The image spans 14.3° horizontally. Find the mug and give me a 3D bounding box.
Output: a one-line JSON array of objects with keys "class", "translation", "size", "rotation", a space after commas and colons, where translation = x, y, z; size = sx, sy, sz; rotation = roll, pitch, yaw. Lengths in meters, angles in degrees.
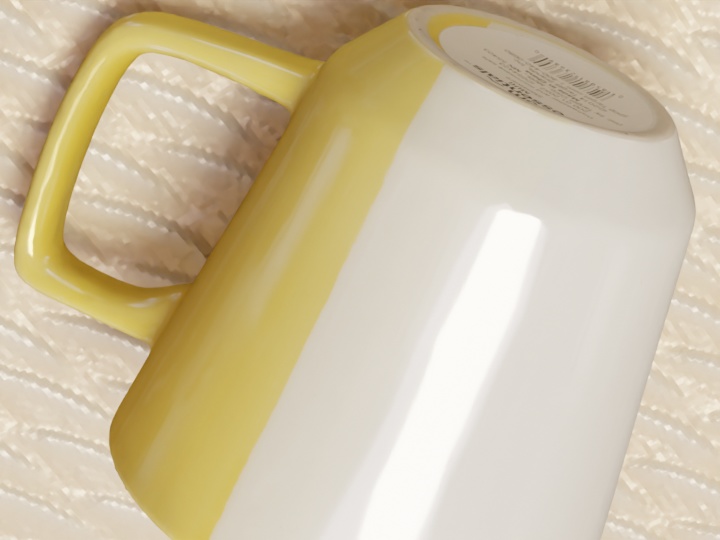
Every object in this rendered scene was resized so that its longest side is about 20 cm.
[{"class": "mug", "translation": [0.007, 0.005, 0.824], "size": [0.186, 0.150, 0.154], "rotation": [16, 112, -21]}]
